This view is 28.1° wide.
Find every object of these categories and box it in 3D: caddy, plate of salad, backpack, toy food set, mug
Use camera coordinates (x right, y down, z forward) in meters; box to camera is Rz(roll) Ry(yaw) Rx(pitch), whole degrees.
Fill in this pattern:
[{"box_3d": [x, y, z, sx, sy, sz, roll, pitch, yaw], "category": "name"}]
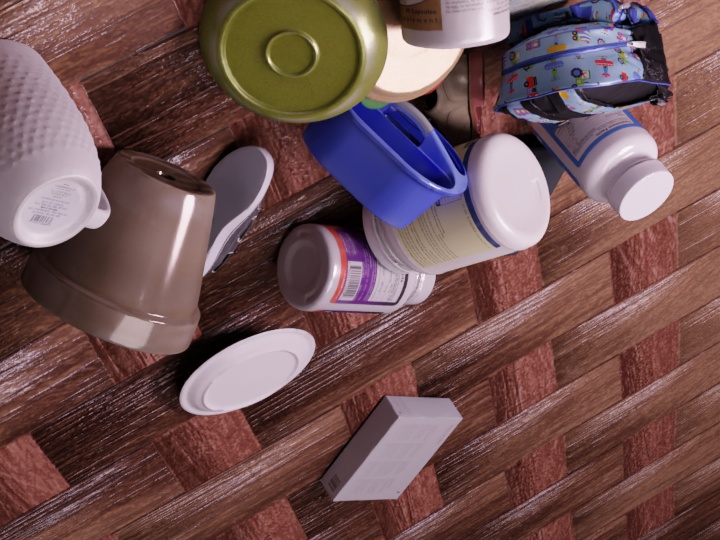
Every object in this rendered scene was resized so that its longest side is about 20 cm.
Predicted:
[{"box_3d": [0.034, -0.146, 1.648, 0.105, 0.200, 0.141, -46, 180, 28], "category": "caddy"}, {"box_3d": [-0.156, 0.131, 1.950, 0.200, 0.048, 0.200, -23, 154, -12], "category": "plate of salad"}, {"box_3d": [0.244, -0.241, 1.678, 0.182, 0.135, 0.200, -9, -179, 36], "category": "backpack"}, {"box_3d": [0.041, -0.274, 1.566, 0.198, 0.049, 0.200, 30, 89, -38], "category": "toy food set"}, {"box_3d": [-0.317, -0.104, 1.404, 0.148, 0.175, 0.200, -44, 148, 8], "category": "mug"}]

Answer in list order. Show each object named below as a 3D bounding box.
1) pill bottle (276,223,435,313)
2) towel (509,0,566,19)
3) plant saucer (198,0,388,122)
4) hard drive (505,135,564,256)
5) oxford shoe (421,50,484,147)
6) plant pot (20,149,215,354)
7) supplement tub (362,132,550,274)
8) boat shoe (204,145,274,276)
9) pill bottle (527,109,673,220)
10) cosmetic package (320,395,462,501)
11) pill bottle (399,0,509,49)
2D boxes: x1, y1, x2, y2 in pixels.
[{"box_3d": [0.000, 0.000, 1.862, 0.200, 0.111, 0.111, 4, 130, -43], "category": "pill bottle"}, {"box_3d": [0.225, -0.330, 1.599, 0.200, 0.048, 0.171, -16, -178, 13], "category": "towel"}, {"box_3d": [-0.071, -0.232, 1.500, 0.200, 0.031, 0.200, 2, 129, 2], "category": "plant saucer"}, {"box_3d": [0.201, -0.100, 1.980, 0.139, 0.033, 0.200, -5, 136, -36], "category": "hard drive"}, {"box_3d": [0.113, -0.200, 1.774, 0.075, 0.071, 0.200, 1, 146, 2], "category": "oxford shoe"}, {"box_3d": [-0.247, -0.031, 1.576, 0.200, 0.200, 0.174, 11, 108, -47], "category": "plant pot"}, {"box_3d": [0.116, -0.076, 1.774, 0.200, 0.145, 0.145, -17, 161, 40], "category": "supplement tub"}, {"box_3d": [-0.152, -0.067, 1.700, 0.066, 0.070, 0.200, -13, 141, -56], "category": "boat shoe"}, {"box_3d": [0.310, -0.159, 1.851, 0.112, 0.200, 0.112, -22, 145, -17], "category": "pill bottle"}, {"box_3d": [0.050, 0.286, 2.307, 0.151, 0.052, 0.200, 9, 126, -43], "category": "cosmetic package"}, {"box_3d": [0.092, -0.335, 1.475, 0.114, 0.114, 0.200, -14, 111, -27], "category": "pill bottle"}]
